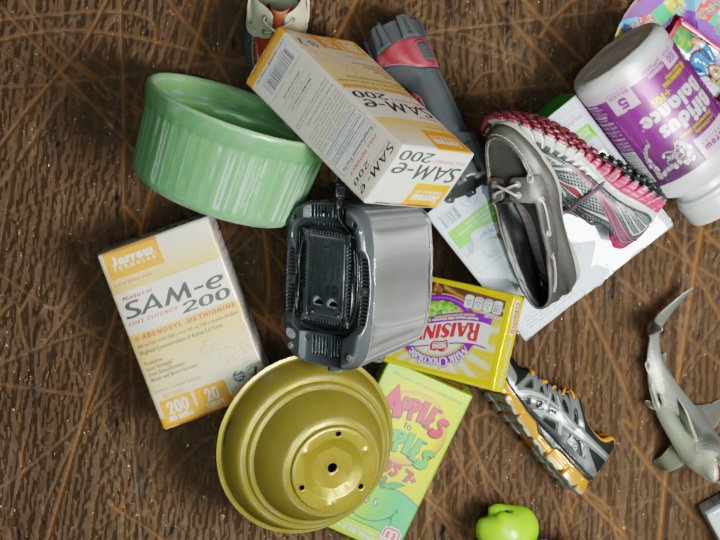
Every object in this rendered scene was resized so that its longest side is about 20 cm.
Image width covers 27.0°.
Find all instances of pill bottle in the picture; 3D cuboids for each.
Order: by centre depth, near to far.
[{"bbox_3d":[0.320,-0.148,1.557,0.112,0.112,0.200,-39,103,5],"label":"pill bottle"}]

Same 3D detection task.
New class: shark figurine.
[{"bbox_3d":[0.363,0.138,1.655,0.089,0.128,0.215,-18,81,-24],"label":"shark figurine"}]

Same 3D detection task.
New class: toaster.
[{"bbox_3d":[0.000,0.000,1.529,0.113,0.129,0.200,8,101,37],"label":"toaster"}]

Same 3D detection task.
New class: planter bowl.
[{"bbox_3d":[-0.042,0.192,1.554,0.200,0.083,0.201,-6,104,-22],"label":"planter bowl"}]

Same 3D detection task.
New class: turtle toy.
[{"bbox_3d":[0.208,0.336,1.647,0.200,0.146,0.101,33,77,-6],"label":"turtle toy"}]

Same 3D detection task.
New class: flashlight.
[{"bbox_3d":[0.068,-0.166,1.550,0.068,0.068,0.200,-21,72,-1],"label":"flashlight"}]

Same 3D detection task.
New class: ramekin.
[{"bbox_3d":[-0.135,-0.121,1.530,0.200,0.200,0.098,19,105,-4],"label":"ramekin"}]

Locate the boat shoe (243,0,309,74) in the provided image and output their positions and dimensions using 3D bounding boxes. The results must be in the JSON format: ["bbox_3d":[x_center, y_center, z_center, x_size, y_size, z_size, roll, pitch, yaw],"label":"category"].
[{"bbox_3d":[-0.085,-0.277,1.570,0.071,0.063,0.200,5,99,-4],"label":"boat shoe"}]

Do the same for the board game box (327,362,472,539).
[{"bbox_3d":[0.034,0.201,1.657,0.101,0.048,0.200,25,98,-5],"label":"board game box"}]

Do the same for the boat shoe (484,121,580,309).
[{"bbox_3d":[0.165,-0.051,1.486,0.057,0.067,0.200,-46,124,-36],"label":"boat shoe"}]

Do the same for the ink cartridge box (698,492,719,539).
[{"bbox_3d":[0.514,0.301,1.689,0.199,0.041,0.200,-30,99,3],"label":"ink cartridge box"}]

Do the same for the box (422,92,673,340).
[{"bbox_3d":[0.196,-0.058,1.595,0.200,0.097,0.177,-39,98,5],"label":"box"}]

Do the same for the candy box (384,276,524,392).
[{"bbox_3d":[0.072,0.057,1.581,0.200,0.026,0.102,12,91,35],"label":"candy box"}]

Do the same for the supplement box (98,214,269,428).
[{"bbox_3d":[-0.185,0.051,1.606,0.126,0.074,0.200,-20,99,1],"label":"supplement box"}]

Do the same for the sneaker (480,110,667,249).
[{"bbox_3d":[0.206,-0.095,1.504,0.200,0.081,0.075,32,107,-1],"label":"sneaker"}]

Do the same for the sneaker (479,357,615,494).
[{"bbox_3d":[0.199,0.150,1.646,0.077,0.078,0.200,-41,102,-9],"label":"sneaker"}]

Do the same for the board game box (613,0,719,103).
[{"bbox_3d":[0.369,-0.225,1.600,0.200,0.039,0.158,-11,99,0],"label":"board game box"}]

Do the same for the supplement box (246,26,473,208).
[{"bbox_3d":[-0.001,-0.151,1.487,0.200,0.126,0.074,46,116,27],"label":"supplement box"}]
